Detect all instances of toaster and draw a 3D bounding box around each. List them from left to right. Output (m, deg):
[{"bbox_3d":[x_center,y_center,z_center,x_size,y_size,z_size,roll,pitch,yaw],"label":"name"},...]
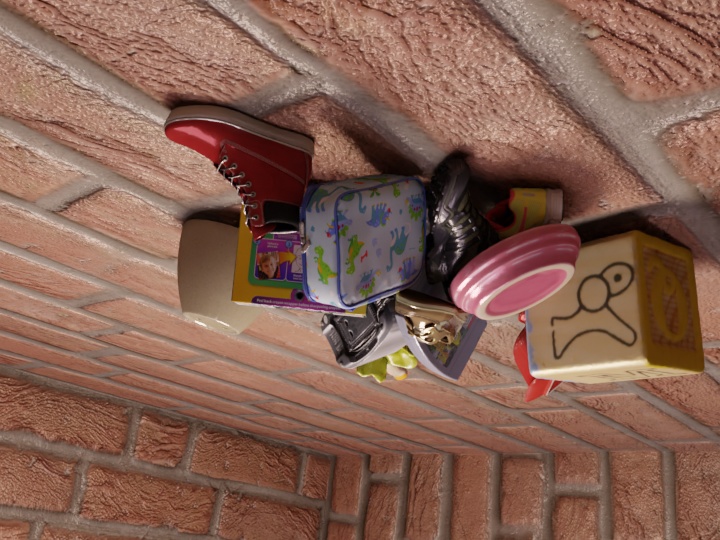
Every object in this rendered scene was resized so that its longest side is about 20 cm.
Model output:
[{"bbox_3d":[0.034,0.071,1.337,0.128,0.115,0.200,-11,153,-40],"label":"toaster"}]

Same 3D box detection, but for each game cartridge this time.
[{"bbox_3d":[0.132,0.088,1.309,0.041,0.134,0.200,20,159,44],"label":"game cartridge"}]

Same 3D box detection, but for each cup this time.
[{"bbox_3d":[-0.229,0.023,1.375,0.196,0.146,0.201,16,165,5],"label":"cup"}]

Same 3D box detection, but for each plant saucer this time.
[{"bbox_3d":[0.221,0.011,1.137,0.197,0.052,0.201,-19,156,-8],"label":"plant saucer"}]

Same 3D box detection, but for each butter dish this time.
[{"bbox_3d":[0.359,0.131,1.553,0.199,0.149,0.200,-36,160,-8],"label":"butter dish"}]

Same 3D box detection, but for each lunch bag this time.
[{"bbox_3d":[0.005,-0.040,1.074,0.081,0.164,0.198,9,-162,38],"label":"lunch bag"}]

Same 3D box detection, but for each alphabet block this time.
[{"bbox_3d":[0.386,0.066,1.250,0.194,0.200,0.198,9,164,-43],"label":"alphabet block"}]

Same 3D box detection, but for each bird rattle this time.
[{"bbox_3d":[0.038,0.122,1.532,0.111,0.202,0.164,-26,140,9],"label":"bird rattle"}]

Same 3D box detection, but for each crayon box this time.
[{"bbox_3d":[-0.079,-0.030,1.186,0.195,0.177,0.058,6,174,2],"label":"crayon box"}]

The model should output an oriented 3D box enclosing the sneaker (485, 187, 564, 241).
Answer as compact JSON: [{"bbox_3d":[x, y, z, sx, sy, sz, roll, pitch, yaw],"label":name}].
[{"bbox_3d":[0.215,-0.062,1.172,0.088,0.080,0.201,10,148,-9],"label":"sneaker"}]

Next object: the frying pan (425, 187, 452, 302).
[{"bbox_3d":[0.101,-0.032,1.201,0.112,0.031,0.193,7,122,0],"label":"frying pan"}]

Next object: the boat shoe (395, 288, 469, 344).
[{"bbox_3d":[0.102,0.073,1.179,0.073,0.068,0.199,22,-178,31],"label":"boat shoe"}]

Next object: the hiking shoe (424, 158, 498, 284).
[{"bbox_3d":[0.142,-0.067,1.120,0.098,0.077,0.203,1,132,-4],"label":"hiking shoe"}]

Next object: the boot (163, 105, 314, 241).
[{"bbox_3d":[-0.160,-0.118,1.029,0.196,0.147,0.072,14,160,-17],"label":"boot"}]
